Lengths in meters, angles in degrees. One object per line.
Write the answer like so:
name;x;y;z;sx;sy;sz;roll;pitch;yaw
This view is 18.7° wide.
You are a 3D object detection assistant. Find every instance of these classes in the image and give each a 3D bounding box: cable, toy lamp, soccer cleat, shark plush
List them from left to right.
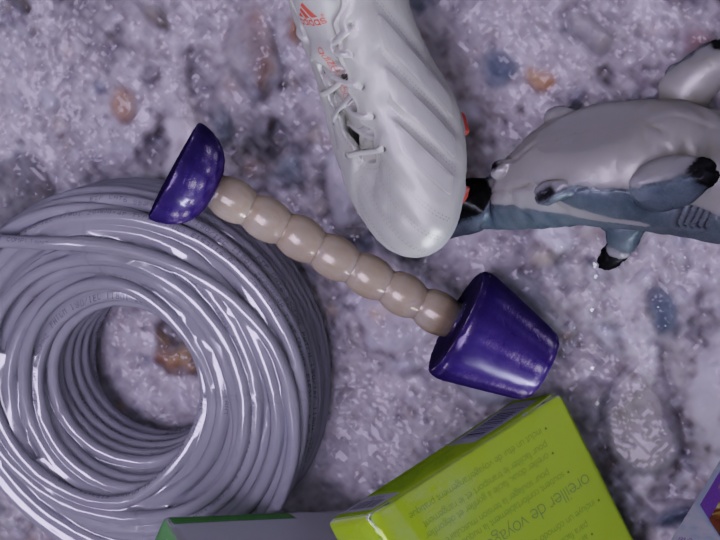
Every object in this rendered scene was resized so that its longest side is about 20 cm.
cable;-0.112;0.053;1.097;0.199;0.069;0.201;-8;103;22
soccer cleat;-0.001;-0.103;0.979;0.069;0.077;0.201;-10;89;33
toy lamp;0.000;0.000;1.024;0.200;0.058;0.058;27;115;-8
shark plush;0.108;-0.025;0.991;0.199;0.091;0.083;-18;129;20

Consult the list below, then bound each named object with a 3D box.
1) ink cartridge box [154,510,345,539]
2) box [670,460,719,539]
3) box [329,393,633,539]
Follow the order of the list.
ink cartridge box;-0.057;0.221;1.075;0.084;0.145;0.200;47;122;40
box;0.242;0.097;0.900;0.200;0.137;0.039;8;139;41
box;0.085;0.174;1.028;0.200;0.122;0.048;63;152;-5
